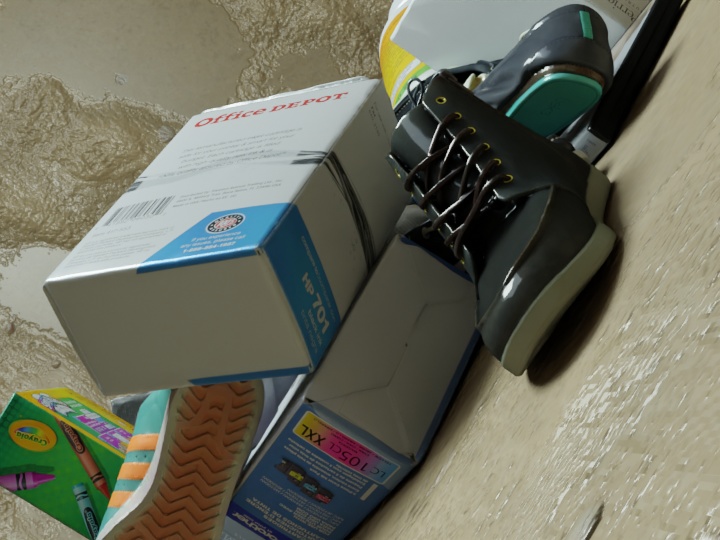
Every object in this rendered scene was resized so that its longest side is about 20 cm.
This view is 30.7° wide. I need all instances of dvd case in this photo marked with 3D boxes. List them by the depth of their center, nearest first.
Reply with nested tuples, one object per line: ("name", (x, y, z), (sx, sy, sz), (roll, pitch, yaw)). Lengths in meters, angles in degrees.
("dvd case", (0.137, -0.086, 0.859), (0.143, 0.017, 0.200), (-59, 2, -31))

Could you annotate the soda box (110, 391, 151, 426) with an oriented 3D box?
("soda box", (-0.153, 0.199, 1.076), (0.063, 0.070, 0.202), (90, 169, -82))

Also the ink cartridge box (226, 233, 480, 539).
("ink cartridge box", (-0.009, 0.089, 0.800), (0.137, 0.076, 0.200), (-59, 4, -37))

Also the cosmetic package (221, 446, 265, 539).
("cosmetic package", (-0.087, 0.177, 0.960), (0.090, 0.106, 0.200), (-57, 3, 23))

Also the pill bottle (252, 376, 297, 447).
("pill bottle", (-0.051, 0.061, 0.970), (0.199, 0.110, 0.110), (-24, -25, -48))

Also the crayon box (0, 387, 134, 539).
("crayon box", (-0.193, 0.139, 0.942), (0.059, 0.118, 0.200), (-59, 0, -5))

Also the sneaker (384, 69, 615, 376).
("sneaker", (0.053, -0.026, 0.599), (0.075, 0.106, 0.200), (-56, 2, 20))

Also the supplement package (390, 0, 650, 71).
("supplement package", (0.150, -0.235, 0.978), (0.201, 0.151, 0.151), (-58, 2, -31))

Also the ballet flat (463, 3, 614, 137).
("ballet flat", (0.093, -0.100, 0.809), (0.073, 0.073, 0.200), (-58, 7, -30))

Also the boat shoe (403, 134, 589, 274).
("boat shoe", (0.074, -0.037, 0.788), (0.074, 0.061, 0.200), (-31, -10, -20))

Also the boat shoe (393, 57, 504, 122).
("boat shoe", (0.065, -0.111, 0.941), (0.062, 0.075, 0.200), (-12, 1, -31))

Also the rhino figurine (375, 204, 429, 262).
("rhino figurine", (0.000, 0.000, 0.909), (0.199, 0.059, 0.088), (-8, -85, -51))

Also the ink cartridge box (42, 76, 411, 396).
("ink cartridge box", (-0.068, -0.024, 0.773), (0.145, 0.086, 0.200), (-8, 28, 27))

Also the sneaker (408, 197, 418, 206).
("sneaker", (0.069, -0.043, 1.036), (0.077, 0.076, 0.200), (-52, 1, -22))

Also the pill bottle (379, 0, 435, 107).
("pill bottle", (0.074, -0.171, 1.116), (0.111, 0.110, 0.201), (-56, 24, 29))

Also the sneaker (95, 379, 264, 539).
("sneaker", (-0.114, 0.129, 0.804), (0.201, 0.071, 0.080), (-63, 16, 11))
